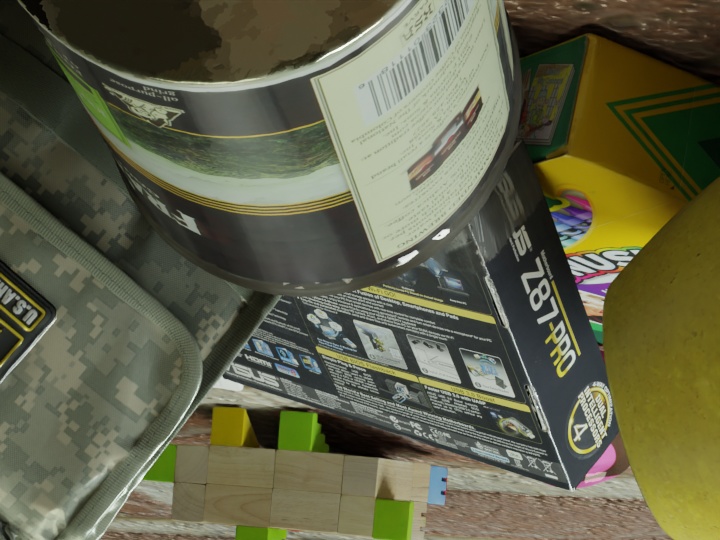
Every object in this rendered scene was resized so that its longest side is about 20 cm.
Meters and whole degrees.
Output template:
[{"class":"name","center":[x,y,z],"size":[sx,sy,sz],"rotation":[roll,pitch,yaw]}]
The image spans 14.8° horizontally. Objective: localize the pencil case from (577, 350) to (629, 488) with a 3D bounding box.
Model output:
[{"class":"pencil case","center":[0.079,0.054,1.433],"size":[0.093,0.091,0.200],"rotation":[-14,157,26]}]

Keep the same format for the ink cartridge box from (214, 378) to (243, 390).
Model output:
[{"class":"ink cartridge box","center":[-0.156,0.005,1.427],"size":[0.199,0.068,0.117],"rotation":[8,165,3]}]

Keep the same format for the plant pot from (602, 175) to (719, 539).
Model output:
[{"class":"plant pot","center":[0.172,0.035,1.029],"size":[0.141,0.201,0.200],"rotation":[-15,156,19]}]

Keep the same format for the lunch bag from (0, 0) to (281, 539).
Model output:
[{"class":"lunch bag","center":[-0.118,-0.011,1.012],"size":[0.164,0.200,0.118],"rotation":[40,151,-8]}]

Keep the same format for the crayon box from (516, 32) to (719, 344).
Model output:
[{"class":"crayon box","center":[0.102,-0.027,1.175],"size":[0.172,0.059,0.200],"rotation":[18,162,-28]}]

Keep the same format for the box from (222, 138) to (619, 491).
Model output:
[{"class":"box","center":[0.000,0.000,1.149],"size":[0.199,0.049,0.162],"rotation":[16,144,39]}]

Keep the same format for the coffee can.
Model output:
[{"class":"coffee can","center":[-0.028,-0.091,0.874],"size":[0.145,0.147,0.200],"rotation":[7,163,9]}]

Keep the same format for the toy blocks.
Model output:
[{"class":"toy blocks","center":[-0.025,0.147,1.833],"size":[0.199,0.101,0.137],"rotation":[2,174,29]}]
